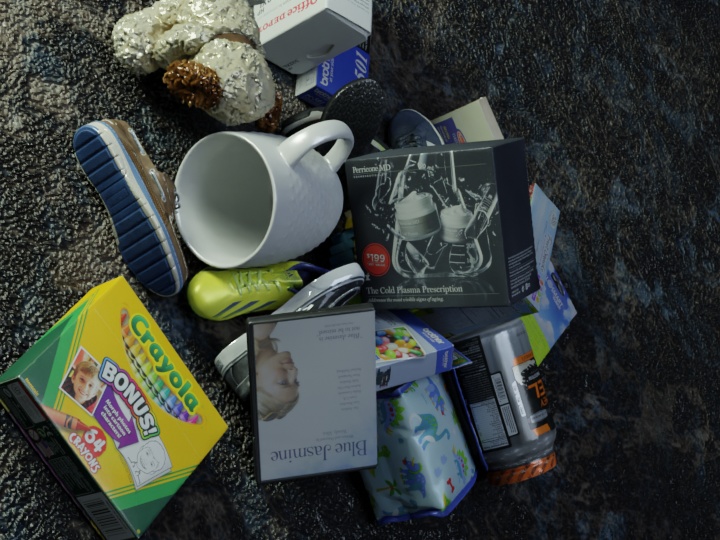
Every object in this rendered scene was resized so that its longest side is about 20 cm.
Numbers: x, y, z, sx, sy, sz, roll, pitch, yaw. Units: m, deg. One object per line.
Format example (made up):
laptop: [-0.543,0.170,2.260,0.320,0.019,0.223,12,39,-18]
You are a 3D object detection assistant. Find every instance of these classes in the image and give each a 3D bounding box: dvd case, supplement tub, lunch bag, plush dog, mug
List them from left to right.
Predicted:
plush dog: [-0.152,-0.234,1.454,0.198,0.160,0.173,10,46,-47]
mug: [-0.086,-0.097,1.478,0.149,0.200,0.174,56,28,17]
dvd case: [-0.051,0.137,1.438,0.140,0.018,0.203,-7,114,-12]
lunch bag: [0.079,0.191,1.616,0.200,0.126,0.172,-34,108,-58]
supplement tub: [0.187,0.174,1.740,0.122,0.122,0.203,-18,91,-50]

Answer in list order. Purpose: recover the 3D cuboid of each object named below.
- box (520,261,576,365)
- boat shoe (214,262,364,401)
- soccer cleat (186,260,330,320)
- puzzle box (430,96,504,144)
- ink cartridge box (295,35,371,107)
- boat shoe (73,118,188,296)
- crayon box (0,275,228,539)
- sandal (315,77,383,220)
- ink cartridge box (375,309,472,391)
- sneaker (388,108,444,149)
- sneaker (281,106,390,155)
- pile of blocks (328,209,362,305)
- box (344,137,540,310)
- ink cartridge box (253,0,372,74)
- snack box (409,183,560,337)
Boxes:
box: [0.235,0.068,1.891,0.200,0.047,0.123,-44,110,-47]
boat shoe: [-0.066,0.071,1.466,0.199,0.072,0.068,-36,74,-15]
soccer cleat: [-0.112,0.016,1.491,0.199,0.083,0.066,-3,78,-49]
puzzle box: [0.157,-0.125,1.811,0.025,0.132,0.202,-31,100,-48]
ink cartridge box: [-0.032,-0.305,1.730,0.093,0.044,0.203,24,59,-39]
boat shoe: [-0.229,-0.073,1.402,0.072,0.072,0.202,-32,101,-50]
crayon box: [-0.246,0.138,1.314,0.201,0.058,0.173,57,42,-16]
sandal: [-0.030,-0.148,1.605,0.074,0.202,0.045,10,26,-22]
ink cartridge box: [0.023,0.092,1.545,0.198,0.119,0.043,-11,119,-30]
sneaker: [0.076,-0.138,1.734,0.084,0.074,0.202,33,32,-58]
sneaker: [-0.017,-0.139,1.660,0.199,0.071,0.084,22,53,-42]
pile of blocks: [0.000,0.000,1.641,0.082,0.062,0.203,23,59,-41]
box: [0.097,-0.054,1.549,0.104,0.197,0.185,-20,104,-58]
ink cartridge box: [-0.060,-0.372,1.647,0.083,0.144,0.203,22,61,-41]
snack box: [0.153,-0.006,1.709,0.068,0.198,0.170,41,49,-29]
